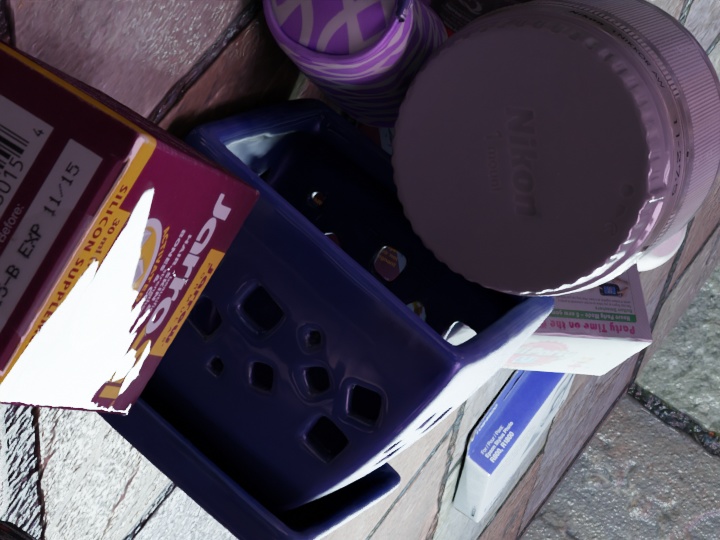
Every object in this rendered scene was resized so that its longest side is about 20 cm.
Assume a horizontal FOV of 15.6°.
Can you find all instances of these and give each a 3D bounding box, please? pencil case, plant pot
[{"bbox_3d":[0.001,-0.137,1.451,0.200,0.084,0.086,47,53,-78],"label":"pencil case"},{"bbox_3d":[-0.035,0.037,1.477,0.180,0.200,0.200,-54,169,19],"label":"plant pot"}]

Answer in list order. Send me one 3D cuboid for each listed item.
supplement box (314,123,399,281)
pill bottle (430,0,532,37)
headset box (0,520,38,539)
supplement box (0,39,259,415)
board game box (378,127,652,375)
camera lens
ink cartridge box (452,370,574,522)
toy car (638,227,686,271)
[{"bbox_3d":[0.000,0.000,1.747,0.110,0.086,0.200,-39,157,-54],"label":"supplement box"},{"bbox_3d":[0.104,-0.218,1.562,0.111,0.111,0.200,-45,163,-43],"label":"pill bottle"},{"bbox_3d":[-0.229,0.209,1.406,0.149,0.075,0.200,-58,168,-1],"label":"headset box"},{"bbox_3d":[-0.139,-0.016,1.146,0.131,0.103,0.200,-59,168,3],"label":"supplement box"},{"bbox_3d":[0.092,-0.042,1.639,0.147,0.201,0.064,6,154,-31],"label":"board game box"},{"bbox_3d":[0.114,-0.073,1.471,0.160,0.160,0.200,-61,168,17],"label":"camera lens"},{"bbox_3d":[0.179,0.164,2.917,0.200,0.041,0.200,-52,166,-23],"label":"ink cartridge box"},{"bbox_3d":[0.151,-0.038,2.132,0.150,0.175,0.200,36,86,-43],"label":"toy car"}]
